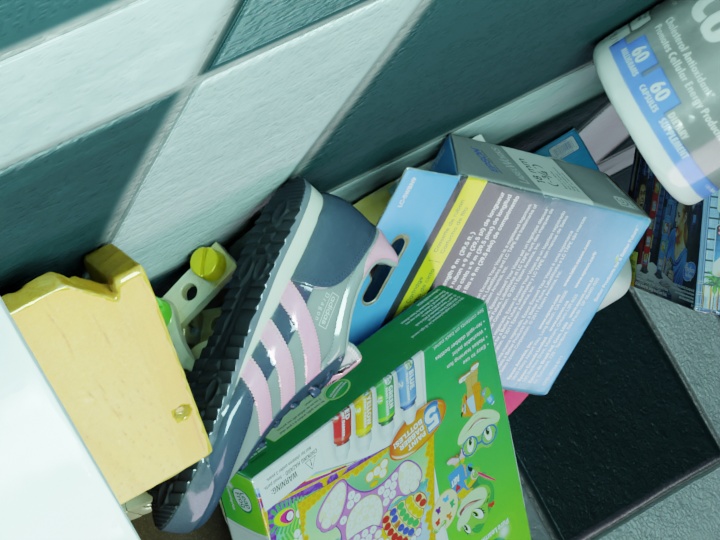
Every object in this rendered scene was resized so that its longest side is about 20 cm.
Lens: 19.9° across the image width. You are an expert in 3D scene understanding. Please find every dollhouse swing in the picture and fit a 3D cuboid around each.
[{"bbox_3d":[-0.207,0.057,1.035,0.199,0.176,0.183,-28,132,-13],"label":"dollhouse swing"}]

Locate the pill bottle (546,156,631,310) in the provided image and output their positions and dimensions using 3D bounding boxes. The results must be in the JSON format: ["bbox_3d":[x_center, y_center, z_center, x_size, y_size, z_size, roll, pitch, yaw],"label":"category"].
[{"bbox_3d":[0.081,0.015,1.432,0.199,0.111,0.111,-33,173,21],"label":"pill bottle"}]

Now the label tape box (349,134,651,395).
[{"bbox_3d":[0.062,-0.006,1.274,0.199,0.063,0.145,11,119,-36],"label":"label tape box"}]

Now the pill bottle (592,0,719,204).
[{"bbox_3d":[0.246,-0.135,1.197,0.199,0.114,0.114,-32,173,15],"label":"pill bottle"}]

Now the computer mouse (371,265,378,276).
[{"bbox_3d":[0.000,0.000,1.311,0.058,0.034,0.200,-29,173,4],"label":"computer mouse"}]

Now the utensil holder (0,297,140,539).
[{"bbox_3d":[-0.199,0.086,0.726,0.199,0.171,0.170,-31,174,-8],"label":"utensil holder"}]

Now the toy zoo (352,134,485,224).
[{"bbox_3d":[0.027,-0.039,1.368,0.131,0.021,0.200,-30,173,-2],"label":"toy zoo"}]

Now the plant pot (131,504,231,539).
[{"bbox_3d":[-0.068,0.176,1.350,0.199,0.199,0.201,-30,160,-12],"label":"plant pot"}]

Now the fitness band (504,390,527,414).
[{"bbox_3d":[0.046,0.091,1.523,0.199,0.038,0.144,-35,-154,-2],"label":"fitness band"}]

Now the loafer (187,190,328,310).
[{"bbox_3d":[-0.059,0.017,1.233,0.072,0.063,0.200,-26,173,-28],"label":"loafer"}]

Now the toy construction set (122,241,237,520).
[{"bbox_3d":[-0.135,0.081,1.185,0.199,0.132,0.092,-28,157,29],"label":"toy construction set"}]

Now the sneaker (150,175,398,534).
[{"bbox_3d":[-0.042,0.056,1.096,0.201,0.082,0.070,-65,-156,-4],"label":"sneaker"}]

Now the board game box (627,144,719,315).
[{"bbox_3d":[0.236,-0.078,1.369,0.061,0.202,0.200,8,-175,-9],"label":"board game box"}]

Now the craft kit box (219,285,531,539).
[{"bbox_3d":[0.013,0.143,1.213,0.048,0.199,0.200,21,-135,40],"label":"craft kit box"}]

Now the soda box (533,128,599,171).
[{"bbox_3d":[0.094,-0.027,1.559,0.199,0.064,0.068,-30,174,6],"label":"soda box"}]
